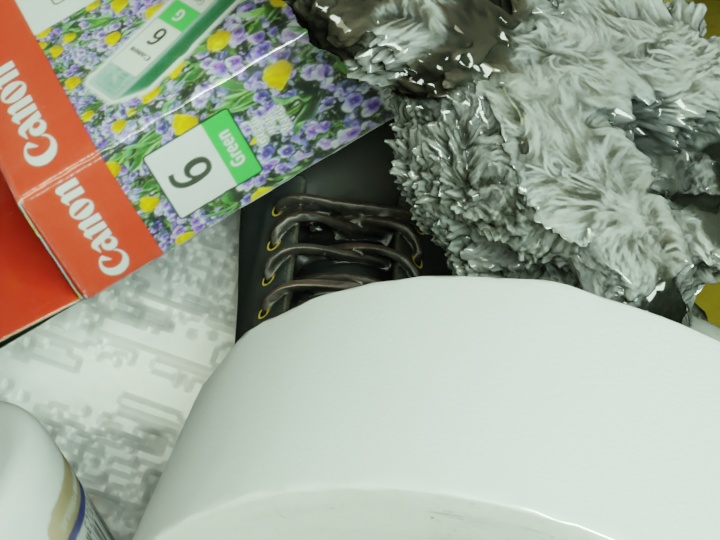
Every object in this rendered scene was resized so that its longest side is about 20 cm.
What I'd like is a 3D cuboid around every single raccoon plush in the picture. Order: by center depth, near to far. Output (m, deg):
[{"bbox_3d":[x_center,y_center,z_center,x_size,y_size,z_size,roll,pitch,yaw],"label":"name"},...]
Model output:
[{"bbox_3d":[0.033,-0.027,0.803,0.200,0.134,0.097,45,56,7],"label":"raccoon plush"}]

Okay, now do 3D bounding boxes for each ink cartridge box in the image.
[{"bbox_3d":[-0.078,-0.055,0.845,0.199,0.050,0.109,-31,46,-1],"label":"ink cartridge box"}]

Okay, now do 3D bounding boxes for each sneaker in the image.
[{"bbox_3d":[0.000,0.000,0.842,0.074,0.106,0.201,5,82,-1],"label":"sneaker"}]

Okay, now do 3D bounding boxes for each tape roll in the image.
[{"bbox_3d":[0.039,0.096,0.715,0.202,0.203,0.071,21,48,1],"label":"tape roll"}]

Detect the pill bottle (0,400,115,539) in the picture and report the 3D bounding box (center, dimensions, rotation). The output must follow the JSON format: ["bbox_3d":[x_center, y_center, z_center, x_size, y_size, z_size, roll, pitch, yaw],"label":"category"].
[{"bbox_3d":[-0.090,0.144,0.790,0.111,0.111,0.201,-30,114,-5],"label":"pill bottle"}]

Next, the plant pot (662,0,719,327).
[{"bbox_3d":[0.181,-0.001,0.821,0.141,0.200,0.201,-14,82,-26],"label":"plant pot"}]
